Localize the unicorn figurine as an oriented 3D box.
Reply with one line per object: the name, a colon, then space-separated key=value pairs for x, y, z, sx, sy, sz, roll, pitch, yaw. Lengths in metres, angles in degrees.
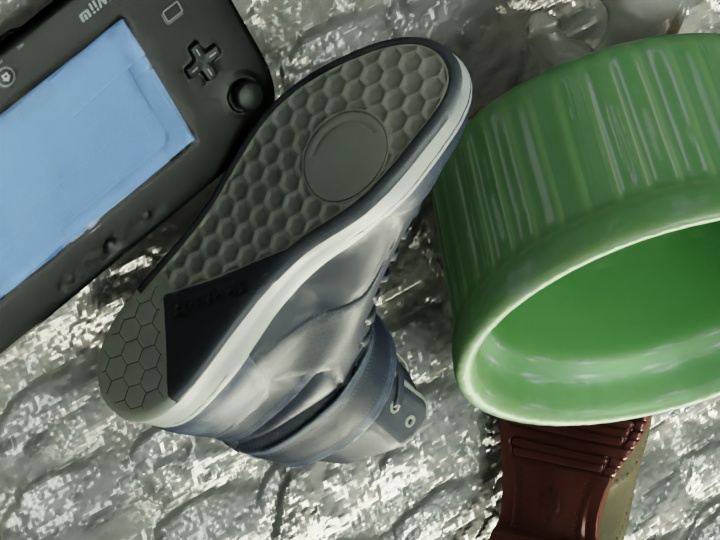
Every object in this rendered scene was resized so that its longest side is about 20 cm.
unicorn figurine: x=0.131 y=-0.150 z=1.219 sx=0.199 sy=0.074 sz=0.138 roll=-28 pitch=128 yaw=-9

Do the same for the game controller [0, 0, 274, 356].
game controller: x=-0.125 y=-0.045 z=1.118 sx=0.200 sy=0.042 sz=0.105 roll=-41 pitch=129 yaw=-18

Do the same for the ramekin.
ramekin: x=0.126 y=-0.019 z=1.233 sx=0.199 sy=0.098 sz=0.200 roll=-13 pitch=154 yaw=-6

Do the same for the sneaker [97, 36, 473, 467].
sneaker: x=-0.001 y=-0.001 z=1.184 sx=0.202 sy=0.077 sz=0.146 roll=-47 pitch=141 yaw=13

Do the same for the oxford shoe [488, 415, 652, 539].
oxford shoe: x=0.105 y=0.089 z=1.357 sx=0.075 sy=0.070 sz=0.201 roll=3 pitch=104 yaw=-72
